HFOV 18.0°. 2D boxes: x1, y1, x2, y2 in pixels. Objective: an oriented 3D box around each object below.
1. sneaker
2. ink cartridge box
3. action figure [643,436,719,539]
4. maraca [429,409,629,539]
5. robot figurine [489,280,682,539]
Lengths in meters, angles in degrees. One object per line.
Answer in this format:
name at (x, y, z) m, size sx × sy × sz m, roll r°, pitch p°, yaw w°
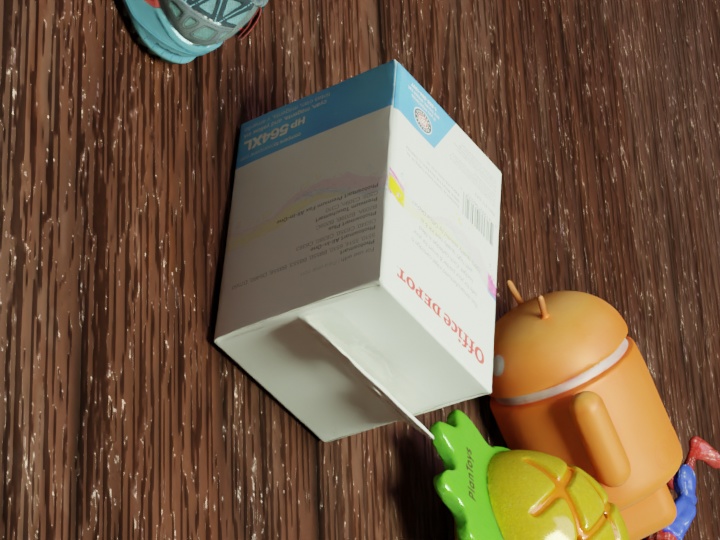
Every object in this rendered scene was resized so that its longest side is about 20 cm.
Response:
sneaker at (-0.117, -0.228, 1.354) m, size 0.200 × 0.095 × 0.079 m, roll 61°, pitch 29°, yaw -18°
ink cartridge box at (0.000, 0.000, 1.393) m, size 0.129 × 0.125 × 0.200 m, roll 45°, pitch 38°, yaw -39°
action figure at (0.254, 0.222, 1.761) m, size 0.099 × 0.065 × 0.200 m, roll 48°, pitch 33°, yaw -7°
maraca at (0.109, 0.172, 1.503) m, size 0.200 × 0.107 × 0.137 m, roll 42°, pitch 25°, yaw -34°
robot figurine at (0.155, 0.100, 1.619) m, size 0.144 × 0.117 × 0.200 m, roll -42°, pitch 112°, yaw -52°
